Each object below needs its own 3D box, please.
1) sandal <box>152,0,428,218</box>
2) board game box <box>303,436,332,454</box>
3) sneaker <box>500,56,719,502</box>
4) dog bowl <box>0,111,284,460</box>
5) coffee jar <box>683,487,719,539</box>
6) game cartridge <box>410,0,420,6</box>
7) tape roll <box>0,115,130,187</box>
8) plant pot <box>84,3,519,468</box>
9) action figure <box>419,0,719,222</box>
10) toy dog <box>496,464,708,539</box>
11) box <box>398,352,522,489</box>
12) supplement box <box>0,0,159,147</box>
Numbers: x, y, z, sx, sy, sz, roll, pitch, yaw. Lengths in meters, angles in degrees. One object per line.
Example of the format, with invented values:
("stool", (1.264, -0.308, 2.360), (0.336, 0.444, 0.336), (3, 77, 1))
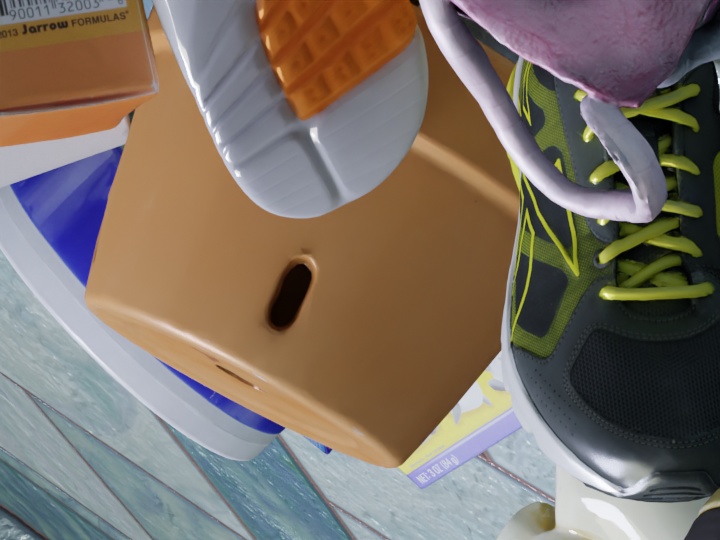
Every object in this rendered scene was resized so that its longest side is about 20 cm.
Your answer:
("sandal", (-0.040, -0.118, 0.860), (0.059, 0.079, 0.207), (-117, 2, -67))
("board game box", (-0.087, 0.016, 1.535), (0.200, 0.045, 0.152), (37, 166, 13))
("sneaker", (0.076, -0.022, 0.782), (0.085, 0.074, 0.200), (92, 172, -50))
("dog bowl", (-0.096, -0.002, 1.301), (0.200, 0.079, 0.200), (44, -172, -8))
("coffee jar", (0.167, 0.048, 0.675), (0.104, 0.200, 0.085), (41, 166, -3))
("game cartridge", (-0.023, -0.161, 0.876), (0.176, 0.032, 0.200), (43, 167, -13))
("tape roll", (-0.189, -0.123, 1.031), (0.203, 0.139, 0.203), (159, 90, -84))
("plant pot", (-0.014, -0.016, 0.988), (0.200, 0.140, 0.200), (27, 172, 4))
("action figure", (0.007, -0.116, 0.709), (0.200, 0.149, 0.134), (25, 169, -20))
("toy dog", (0.176, 0.134, 1.104), (0.200, 0.139, 0.194), (36, 129, 23))
("box", (0.000, 0.000, 1.169), (0.200, 0.048, 0.117), (44, 133, -10))
("supplement box", (-0.125, -0.147, 0.888), (0.067, 0.069, 0.201), (156, 105, -69))
